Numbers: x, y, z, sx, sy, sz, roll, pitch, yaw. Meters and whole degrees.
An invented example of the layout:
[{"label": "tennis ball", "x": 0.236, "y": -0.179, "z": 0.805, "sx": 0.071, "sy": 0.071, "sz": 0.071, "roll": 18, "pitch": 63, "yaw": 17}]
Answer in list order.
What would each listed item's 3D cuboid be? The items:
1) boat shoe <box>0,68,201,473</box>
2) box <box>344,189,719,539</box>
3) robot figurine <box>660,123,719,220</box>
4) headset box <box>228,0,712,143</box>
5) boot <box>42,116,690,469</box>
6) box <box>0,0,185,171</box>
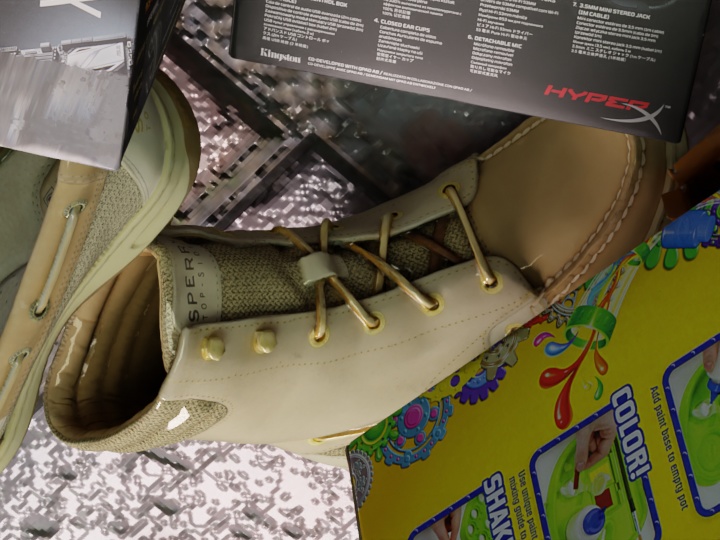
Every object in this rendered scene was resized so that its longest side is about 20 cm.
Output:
[{"label": "boat shoe", "x": -0.128, "y": 0.016, "z": 0.706, "sx": 0.201, "sy": 0.063, "sz": 0.073, "roll": -47, "pitch": 73, "yaw": 22}, {"label": "box", "x": 0.136, "y": 0.085, "z": 0.653, "sx": 0.199, "sy": 0.123, "sz": 0.192, "roll": 28, "pitch": 128, "yaw": -37}, {"label": "robot figurine", "x": 0.182, "y": -0.042, "z": 0.706, "sx": 0.199, "sy": 0.059, "sz": 0.145, "roll": -32, "pitch": 153, "yaw": 25}, {"label": "headset box", "x": 0.046, "y": -0.153, "z": 0.677, "sx": 0.147, "sy": 0.075, "sz": 0.201, "roll": 10, "pitch": 125, "yaw": 5}, {"label": "boot", "x": 0.000, "y": 0.000, "z": 0.749, "sx": 0.155, "sy": 0.073, "sz": 0.200, "roll": 7, "pitch": 142, "yaw": -42}, {"label": "box", "x": -0.060, "y": -0.148, "z": 0.629, "sx": 0.049, "sy": 0.201, "sz": 0.159, "roll": 12, "pitch": 126, "yaw": 0}]
